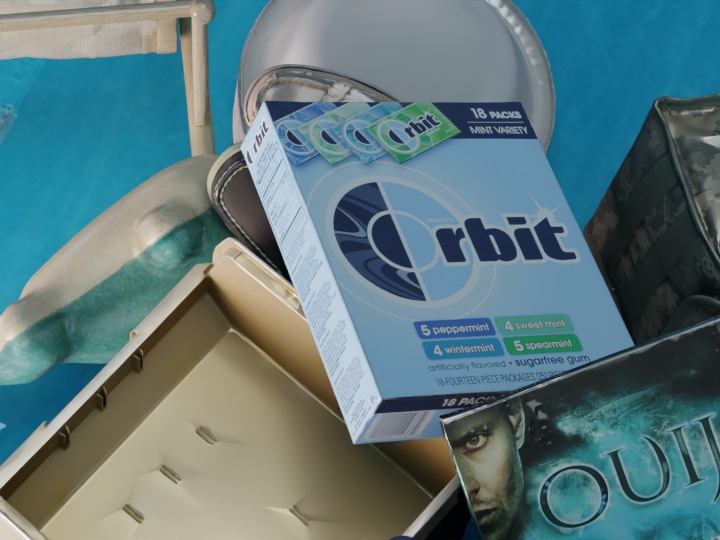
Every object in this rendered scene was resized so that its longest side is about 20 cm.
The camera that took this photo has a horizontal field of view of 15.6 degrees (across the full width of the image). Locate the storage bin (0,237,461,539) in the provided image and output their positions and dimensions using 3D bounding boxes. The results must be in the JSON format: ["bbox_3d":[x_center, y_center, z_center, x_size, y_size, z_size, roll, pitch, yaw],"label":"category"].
[{"bbox_3d":[-0.073,0.118,1.409,0.198,0.094,0.200,39,69,11],"label":"storage bin"}]

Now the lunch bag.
[{"bbox_3d":[0.222,0.017,1.559,0.117,0.164,0.201,-11,67,-16],"label":"lunch bag"}]

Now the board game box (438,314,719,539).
[{"bbox_3d":[0.154,0.104,1.340,0.199,0.028,0.136,-21,91,-1],"label":"board game box"}]

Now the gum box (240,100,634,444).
[{"bbox_3d":[0.044,-0.004,1.428,0.169,0.045,0.201,-2,54,-29],"label":"gum box"}]

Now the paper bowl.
[{"bbox_3d":[0.022,-0.107,1.628,0.199,0.105,0.202,3,65,-6],"label":"paper bowl"}]

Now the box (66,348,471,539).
[{"bbox_3d":[-0.049,0.145,1.508,0.200,0.104,0.148,-38,74,-20],"label":"box"}]

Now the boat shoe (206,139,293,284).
[{"bbox_3d":[0.000,0.001,1.486,0.200,0.066,0.072,39,103,-14],"label":"boat shoe"}]

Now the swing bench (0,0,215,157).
[{"bbox_3d":[-0.194,-0.169,1.593,0.197,0.130,0.201,-5,47,-7],"label":"swing bench"}]

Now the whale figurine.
[{"bbox_3d":[-0.130,0.017,1.534,0.200,0.159,0.104,-36,89,-36],"label":"whale figurine"}]

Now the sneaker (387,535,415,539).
[{"bbox_3d":[0.024,0.234,1.334,0.082,0.074,0.202,11,102,27],"label":"sneaker"}]

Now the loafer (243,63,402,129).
[{"bbox_3d":[0.024,-0.055,1.527,0.199,0.063,0.072,33,92,-10],"label":"loafer"}]
